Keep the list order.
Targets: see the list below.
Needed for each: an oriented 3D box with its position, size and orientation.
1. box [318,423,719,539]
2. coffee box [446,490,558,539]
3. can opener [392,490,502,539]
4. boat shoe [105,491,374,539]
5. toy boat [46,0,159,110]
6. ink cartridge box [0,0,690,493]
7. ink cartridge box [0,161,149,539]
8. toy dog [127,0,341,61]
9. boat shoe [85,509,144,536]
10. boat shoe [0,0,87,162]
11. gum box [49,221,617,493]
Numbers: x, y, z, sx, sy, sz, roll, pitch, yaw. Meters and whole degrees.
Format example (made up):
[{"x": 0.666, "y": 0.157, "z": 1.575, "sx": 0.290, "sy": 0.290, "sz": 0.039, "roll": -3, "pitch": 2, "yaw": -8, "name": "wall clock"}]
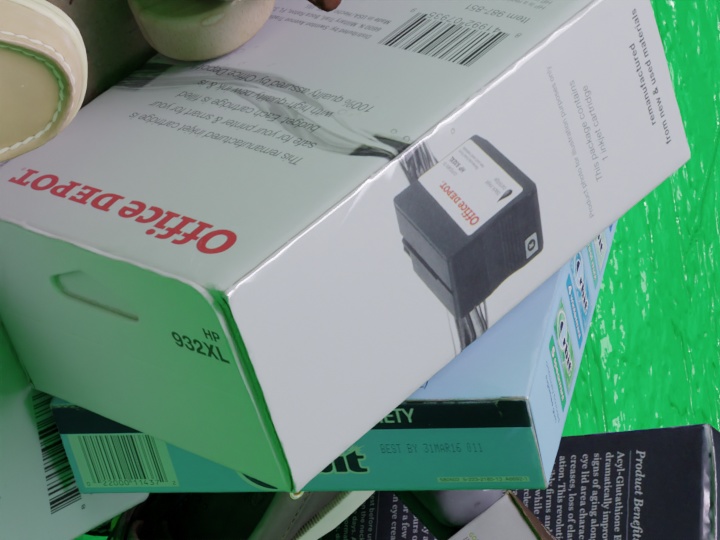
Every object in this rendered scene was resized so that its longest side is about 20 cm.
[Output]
[{"x": 0.098, "y": 0.146, "z": 1.366, "sx": 0.148, "sy": 0.200, "sz": 0.104, "roll": 35, "pitch": 53, "yaw": -56, "name": "box"}, {"x": 0.024, "y": 0.199, "z": 1.211, "sx": 0.080, "sy": 0.200, "sz": 0.114, "roll": 54, "pitch": 5, "yaw": 39, "name": "coffee box"}, {"x": 0.027, "y": 0.067, "z": 1.302, "sx": 0.053, "sy": 0.066, "sz": 0.200, "roll": 60, "pitch": -4, "yaw": -26, "name": "can opener"}, {"x": -0.066, "y": 0.107, "z": 1.108, "sx": 0.072, "sy": 0.200, "sz": 0.060, "roll": 48, "pitch": 9, "yaw": 34, "name": "boat shoe"}, {"x": -0.160, "y": -0.116, "z": 1.001, "sx": 0.200, "sy": 0.131, "sz": 0.131, "roll": -13, "pitch": 121, "yaw": -51, "name": "toy boat"}, {"x": -0.012, "y": -0.030, "z": 0.989, "sx": 0.200, "sy": 0.145, "sz": 0.084, "roll": -39, "pitch": 126, "yaw": -29, "name": "ink cartridge box"}, {"x": -0.164, "y": 0.037, "z": 1.004, "sx": 0.200, "sy": 0.083, "sz": 0.147, "roll": -24, "pitch": 106, "yaw": -63, "name": "ink cartridge box"}, {"x": -0.001, "y": -0.150, "z": 0.980, "sx": 0.200, "sy": 0.096, "sz": 0.132, "roll": -56, "pitch": 149, "yaw": -3, "name": "toy dog"}, {"x": -0.094, "y": 0.004, "z": 1.161, "sx": 0.060, "sy": 0.074, "sz": 0.200, "roll": 12, "pitch": 78, "yaw": -62, "name": "boat shoe"}, {"x": -0.177, "y": -0.047, "z": 0.887, "sx": 0.065, "sy": 0.200, "sz": 0.072, "roll": -123, "pitch": -145, "yaw": -58, "name": "boat shoe"}, {"x": 0.000, "y": 0.000, "z": 1.066, "sx": 0.200, "sy": 0.170, "sz": 0.045, "roll": -71, "pitch": 153, "yaw": -50, "name": "gum box"}]
